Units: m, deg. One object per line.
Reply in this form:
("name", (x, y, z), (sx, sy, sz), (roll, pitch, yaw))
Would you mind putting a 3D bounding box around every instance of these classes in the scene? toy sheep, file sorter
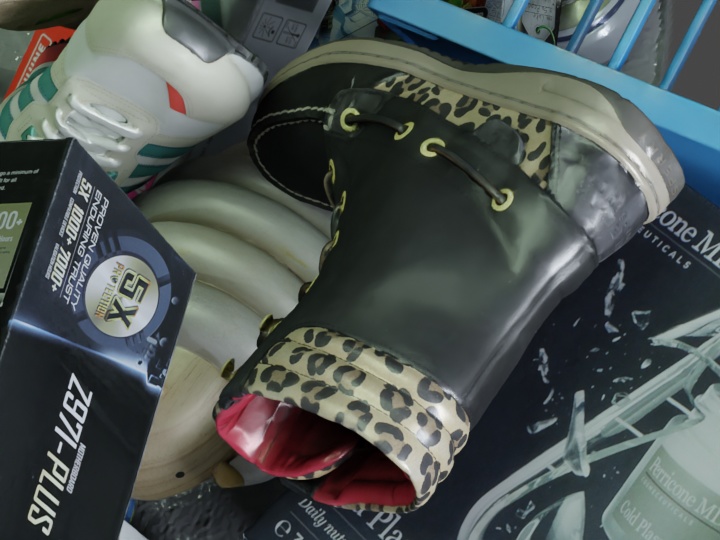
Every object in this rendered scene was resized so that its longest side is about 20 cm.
("toy sheep", (-0.046, 0.013, 1.034), (0.137, 0.138, 0.200), (1, 44, 32))
("file sorter", (0.135, -0.090, 0.950), (0.199, 0.139, 0.123), (26, 86, 33))

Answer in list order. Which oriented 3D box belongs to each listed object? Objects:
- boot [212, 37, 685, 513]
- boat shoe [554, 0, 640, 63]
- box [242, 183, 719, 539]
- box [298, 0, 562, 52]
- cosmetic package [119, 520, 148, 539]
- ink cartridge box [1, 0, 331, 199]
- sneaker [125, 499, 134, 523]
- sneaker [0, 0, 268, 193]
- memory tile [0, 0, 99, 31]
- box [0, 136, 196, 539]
("boot", (0.000, 0.000, 0.896), (0.199, 0.073, 0.151), (12, 58, 47))
("boat shoe", (0.091, -0.179, 1.120), (0.072, 0.062, 0.201), (-11, 55, 26))
("box", (0.104, 0.099, 0.885), (0.197, 0.124, 0.200), (-45, 47, -5))
("box", (0.006, -0.157, 1.124), (0.199, 0.040, 0.138), (1, 80, 44))
("cosmetic package", (-0.153, 0.179, 0.936), (0.164, 0.200, 0.166), (-18, 52, 21))
("ink cartridge box", (-0.094, -0.116, 1.153), (0.173, 0.043, 0.201), (40, 109, 40))
("sneaker", (-0.178, 0.089, 1.092), (0.199, 0.083, 0.071), (14, 68, 37))
("sneaker", (-0.101, -0.046, 0.990), (0.094, 0.070, 0.200), (-58, 15, -17))
("memory tile", (-0.055, -0.122, 0.994), (0.199, 0.153, 0.017), (-14, 87, 23))
("box", (-0.174, 0.051, 0.840), (0.199, 0.086, 0.165), (-2, 58, 28))
